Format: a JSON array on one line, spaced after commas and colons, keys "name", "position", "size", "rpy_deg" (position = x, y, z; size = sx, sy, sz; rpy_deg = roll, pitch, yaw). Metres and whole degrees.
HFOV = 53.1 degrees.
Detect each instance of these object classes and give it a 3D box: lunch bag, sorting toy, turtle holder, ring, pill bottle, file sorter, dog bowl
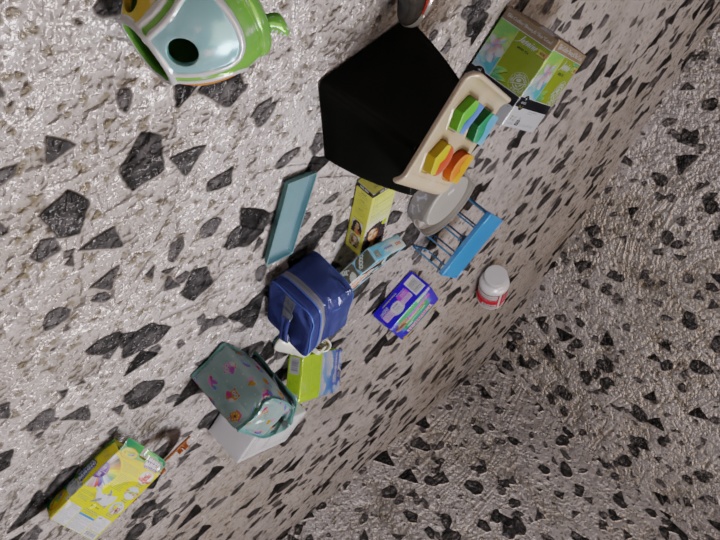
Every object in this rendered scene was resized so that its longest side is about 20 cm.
[{"name": "lunch bag", "position": [-0.113, 0.077, 1.454], "size": [0.132, 0.136, 0.200], "rpy_deg": [-36, 158, -29]}, {"name": "sorting toy", "position": [0.150, -0.201, 1.116], "size": [0.200, 0.036, 0.185], "rpy_deg": [-54, 159, 16]}, {"name": "turtle holder", "position": [-0.170, -0.267, 0.711], "size": [0.132, 0.141, 0.186], "rpy_deg": [-42, 160, -12]}, {"name": "ring", "position": [-0.430, 0.427, 1.519], "size": [0.200, 0.019, 0.200], "rpy_deg": [-45, 180, 0]}, {"name": "pill bottle", "position": [0.494, 0.060, 2.679], "size": [0.112, 0.112, 0.200], "rpy_deg": [-42, 159, -15]}, {"name": "lunch bag", "position": [-0.225, 0.253, 1.492], "size": [0.122, 0.170, 0.200], "rpy_deg": [-46, 156, 0]}, {"name": "file sorter", "position": [0.252, -0.096, 1.894], "size": [0.200, 0.123, 0.139], "rpy_deg": [-53, 159, 12]}, {"name": "dog bowl", "position": [0.193, -0.178, 1.720], "size": [0.200, 0.059, 0.200], "rpy_deg": [-41, 159, -20]}]

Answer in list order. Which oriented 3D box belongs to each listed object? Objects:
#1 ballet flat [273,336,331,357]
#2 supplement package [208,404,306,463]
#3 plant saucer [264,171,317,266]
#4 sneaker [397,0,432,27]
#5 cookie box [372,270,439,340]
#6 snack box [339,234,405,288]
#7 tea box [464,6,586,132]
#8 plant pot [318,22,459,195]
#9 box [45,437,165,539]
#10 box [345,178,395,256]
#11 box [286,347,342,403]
[{"name": "ballet flat", "position": [-0.127, 0.174, 1.703], "size": [0.069, 0.069, 0.200], "rpy_deg": [-54, 159, 15]}, {"name": "supplement package", "position": [-0.246, 0.363, 1.741], "size": [0.114, 0.110, 0.200], "rpy_deg": [-55, 159, 19]}, {"name": "plant saucer", "position": [-0.129, -0.093, 1.285], "size": [0.070, 0.019, 0.200], "rpy_deg": [-30, 154, -41]}, {"name": "sneaker", "position": [0.062, -0.433, 1.011], "size": [0.082, 0.077, 0.200], "rpy_deg": [-11, 146, -16]}, {"name": "cookie box", "position": [0.136, 0.106, 2.095], "size": [0.171, 0.075, 0.200], "rpy_deg": [-48, 161, -1]}, {"name": "snack box", "position": [0.000, 0.000, 1.597], "size": [0.200, 0.037, 0.116], "rpy_deg": [-41, 171, 39]}, {"name": "tea box", "position": [0.329, -0.404, 1.474], "size": [0.200, 0.134, 0.197], "rpy_deg": [-12, 139, -58]}, {"name": "plant pot", "position": [0.067, -0.246, 1.176], "size": [0.200, 0.177, 0.200], "rpy_deg": [-40, 158, -19]}, {"name": "box", "position": [-0.482, 0.409, 1.377], "size": [0.200, 0.048, 0.117], "rpy_deg": [-44, 129, -6]}, {"name": "box", "position": [0.021, -0.119, 1.491], "size": [0.075, 0.050, 0.200], "rpy_deg": [-35, 156, -29]}, {"name": "box", "position": [-0.117, 0.263, 1.839], "size": [0.200, 0.048, 0.122], "rpy_deg": [0, 97, -63]}]
